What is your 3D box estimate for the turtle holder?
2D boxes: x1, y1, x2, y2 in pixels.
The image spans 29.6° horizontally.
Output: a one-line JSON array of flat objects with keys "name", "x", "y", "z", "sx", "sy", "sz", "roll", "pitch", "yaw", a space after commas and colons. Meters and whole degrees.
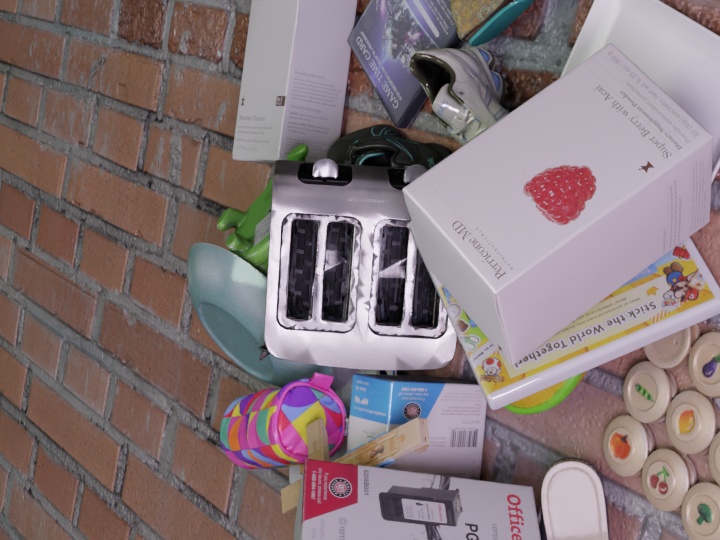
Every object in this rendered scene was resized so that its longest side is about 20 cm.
[{"name": "turtle holder", "x": -0.064, "y": -0.034, "z": 1.398, "sx": 0.141, "sy": 0.132, "sz": 0.185, "roll": -50, "pitch": 21, "yaw": -12}]

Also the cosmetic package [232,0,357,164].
[{"name": "cosmetic package", "x": -0.073, "y": -0.216, "z": 1.501, "sx": 0.113, "sy": 0.081, "sz": 0.202, "roll": 8, "pitch": 93, "yaw": 56}]

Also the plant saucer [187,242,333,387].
[{"name": "plant saucer", "x": -0.114, "y": 0.060, "z": 1.382, "sx": 0.039, "sy": 0.202, "sz": 0.200, "roll": -45, "pitch": 29, "yaw": -22}]

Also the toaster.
[{"name": "toaster", "x": 0.000, "y": 0.000, "z": 1.234, "sx": 0.119, "sy": 0.179, "sz": 0.202, "roll": -91, "pitch": 5, "yaw": -82}]

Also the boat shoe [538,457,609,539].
[{"name": "boat shoe", "x": 0.179, "y": 0.255, "z": 1.134, "sx": 0.063, "sy": 0.072, "sz": 0.202, "roll": -6, "pitch": -85, "yaw": -83}]

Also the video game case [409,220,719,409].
[{"name": "video game case", "x": 0.161, "y": -0.004, "z": 1.091, "sx": 0.023, "sy": 0.199, "sz": 0.183, "roll": 68, "pitch": 180, "yaw": -57}]

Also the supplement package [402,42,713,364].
[{"name": "supplement package", "x": 0.152, "y": -0.049, "z": 1.034, "sx": 0.199, "sy": 0.120, "sz": 0.121, "roll": -36, "pitch": 59, "yaw": -8}]

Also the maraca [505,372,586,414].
[{"name": "maraca", "x": 0.139, "y": 0.022, "z": 1.157, "sx": 0.137, "sy": 0.106, "sz": 0.201, "roll": -26, "pitch": 63, "yaw": 43}]

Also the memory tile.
[{"name": "memory tile", "x": 0.269, "y": 0.130, "z": 1.041, "sx": 0.200, "sy": 0.017, "sz": 0.154, "roll": 42, "pitch": 119, "yaw": 48}]

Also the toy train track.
[{"name": "toy train track", "x": 0.000, "y": 0.175, "z": 1.202, "sx": 0.200, "sy": 0.032, "sz": 0.115, "roll": -34, "pitch": 52, "yaw": 43}]

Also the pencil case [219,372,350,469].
[{"name": "pencil case", "x": -0.077, "y": 0.154, "z": 1.356, "sx": 0.200, "sy": 0.088, "sz": 0.089, "roll": 156, "pitch": 114, "yaw": -65}]

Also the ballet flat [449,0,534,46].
[{"name": "ballet flat", "x": 0.145, "y": -0.268, "z": 1.211, "sx": 0.200, "sy": 0.070, "sz": 0.071, "roll": -29, "pitch": 63, "yaw": 53}]

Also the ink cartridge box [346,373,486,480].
[{"name": "ink cartridge box", "x": 0.047, "y": 0.200, "z": 1.255, "sx": 0.068, "sy": 0.115, "sz": 0.202, "roll": 5, "pitch": 89, "yaw": 55}]

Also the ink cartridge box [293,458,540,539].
[{"name": "ink cartridge box", "x": 0.046, "y": 0.239, "z": 1.100, "sx": 0.146, "sy": 0.198, "sz": 0.084, "roll": -90, "pitch": 9, "yaw": -55}]

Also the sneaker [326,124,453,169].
[{"name": "sneaker", "x": 0.015, "y": -0.112, "z": 1.371, "sx": 0.199, "sy": 0.079, "sz": 0.076, "roll": 13, "pitch": 96, "yaw": 55}]

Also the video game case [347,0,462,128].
[{"name": "video game case", "x": 0.062, "y": -0.265, "z": 1.375, "sx": 0.200, "sy": 0.019, "sz": 0.143, "roll": -57, "pitch": 44, "yaw": 34}]

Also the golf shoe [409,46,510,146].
[{"name": "golf shoe", "x": 0.105, "y": -0.126, "z": 1.232, "sx": 0.078, "sy": 0.097, "sz": 0.201, "roll": -56, "pitch": 46, "yaw": 31}]

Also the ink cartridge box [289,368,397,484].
[{"name": "ink cartridge box", "x": -0.008, "y": 0.119, "z": 1.404, "sx": 0.199, "sy": 0.040, "sz": 0.201, "roll": -14, "pitch": 74, "yaw": 53}]

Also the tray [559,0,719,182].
[{"name": "tray", "x": 0.244, "y": -0.156, "z": 1.105, "sx": 0.200, "sy": 0.022, "sz": 0.108, "roll": 48, "pitch": 124, "yaw": 45}]
